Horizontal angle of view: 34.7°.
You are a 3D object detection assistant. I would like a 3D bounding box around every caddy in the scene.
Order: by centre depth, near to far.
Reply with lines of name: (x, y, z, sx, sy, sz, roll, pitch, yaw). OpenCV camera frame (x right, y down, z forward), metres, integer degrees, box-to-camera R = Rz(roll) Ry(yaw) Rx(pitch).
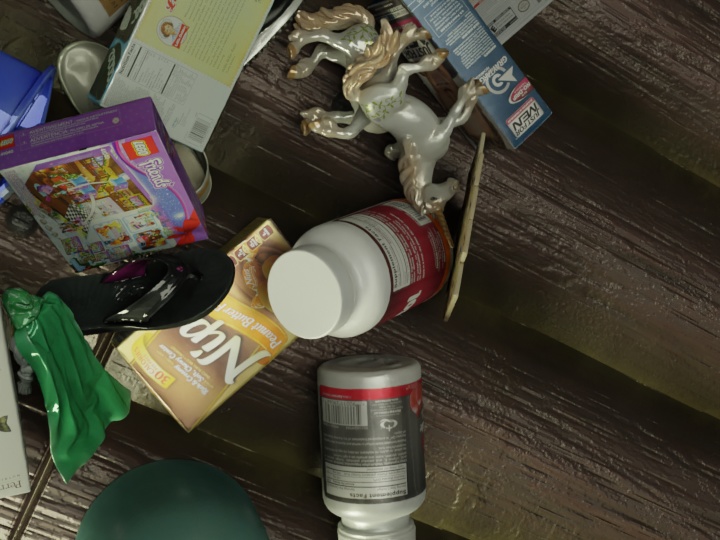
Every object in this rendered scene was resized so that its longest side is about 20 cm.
caddy: (-0.347, -0.112, 1.037, 0.105, 0.141, 0.201, 33, 84, -15)

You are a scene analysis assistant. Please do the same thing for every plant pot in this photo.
plant pot: (-0.172, 0.301, 1.123, 0.200, 0.161, 0.202, -2, 95, -18)

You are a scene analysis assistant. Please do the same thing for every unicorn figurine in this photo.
unicorn figurine: (0.061, -0.145, 1.133, 0.200, 0.074, 0.137, 41, 100, -13)
unicorn figurine: (0.002, -0.179, 1.181, 0.137, 0.074, 0.201, -13, 100, -15)

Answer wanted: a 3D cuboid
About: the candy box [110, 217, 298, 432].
candy box: (-0.138, 0.053, 1.169, 0.200, 0.055, 0.116, -41, 105, -12)

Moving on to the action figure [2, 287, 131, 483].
action figure: (-0.283, 0.089, 1.069, 0.201, 0.054, 0.118, 77, 28, -42)

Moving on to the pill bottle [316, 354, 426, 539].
pill bottle: (0.013, 0.194, 1.205, 0.110, 0.111, 0.201, -5, 97, -19)

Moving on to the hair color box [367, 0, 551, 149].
hair color box: (0.102, -0.220, 1.206, 0.061, 0.100, 0.200, -44, 106, -10)

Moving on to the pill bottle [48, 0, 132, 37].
pill bottle: (-0.215, -0.325, 1.078, 0.200, 0.114, 0.114, -46, 107, -11)

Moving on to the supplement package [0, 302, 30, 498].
supplement package: (-0.368, 0.099, 1.024, 0.116, 0.117, 0.201, -11, 123, -18)

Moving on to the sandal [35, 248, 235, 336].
sandal: (-0.218, 0.022, 1.105, 0.199, 0.048, 0.076, -13, 66, -1)

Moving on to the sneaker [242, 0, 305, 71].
sneaker: (-0.132, -0.250, 1.137, 0.090, 0.070, 0.200, 44, 82, -21)

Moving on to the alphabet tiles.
alphabet tiles: (0.104, -0.041, 1.167, 0.006, 0.200, 0.167, 10, 77, 2)

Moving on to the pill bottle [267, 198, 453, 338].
pill bottle: (0.000, 0.000, 1.135, 0.200, 0.113, 0.114, -23, 105, -54)

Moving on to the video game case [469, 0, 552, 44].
video game case: (0.135, -0.360, 1.250, 0.143, 0.018, 0.200, -41, 106, -11)

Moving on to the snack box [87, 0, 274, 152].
snack box: (-0.157, -0.223, 1.065, 0.116, 0.037, 0.201, 23, 95, -38)

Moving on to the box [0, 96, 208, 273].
box: (-0.227, -0.072, 1.045, 0.136, 0.200, 0.039, -14, 64, -1)

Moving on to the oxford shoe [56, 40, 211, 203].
oxford shoe: (-0.215, -0.143, 1.125, 0.075, 0.058, 0.200, -42, 105, -10)
